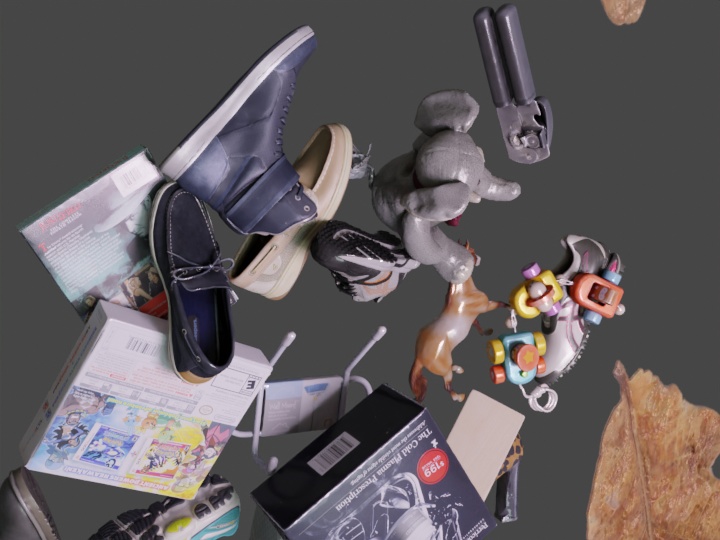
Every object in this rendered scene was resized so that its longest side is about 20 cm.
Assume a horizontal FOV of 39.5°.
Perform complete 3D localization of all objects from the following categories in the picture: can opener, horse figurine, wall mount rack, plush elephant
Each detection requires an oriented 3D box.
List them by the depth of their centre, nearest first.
[{"bbox_3d":[0.091,-0.095,1.063,0.200,0.155,0.165,22,72,-32],"label":"plush elephant"},{"bbox_3d":[-0.051,0.138,1.135,0.199,0.075,0.175,-2,107,-32],"label":"wall mount rack"},{"bbox_3d":[0.182,-0.218,1.168,0.067,0.053,0.201,-53,133,-45],"label":"can opener"},{"bbox_3d":[0.115,0.079,1.231,0.200,0.050,0.132,-55,133,-6],"label":"horse figurine"}]

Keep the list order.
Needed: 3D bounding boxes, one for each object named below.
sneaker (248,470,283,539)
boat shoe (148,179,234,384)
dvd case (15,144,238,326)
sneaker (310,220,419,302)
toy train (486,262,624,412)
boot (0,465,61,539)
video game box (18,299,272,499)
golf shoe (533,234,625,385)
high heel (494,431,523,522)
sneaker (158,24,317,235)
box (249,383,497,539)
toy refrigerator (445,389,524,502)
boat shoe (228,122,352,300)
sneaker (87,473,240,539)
[{"bbox_3d":[-0.086,0.321,1.184,0.079,0.078,0.201,6,116,-29],"label":"sneaker"},{"bbox_3d":[-0.158,0.009,0.972,0.074,0.062,0.201,-2,83,-41],"label":"boat shoe"},{"bbox_3d":[-0.227,-0.005,1.005,0.146,0.022,0.200,-37,125,-15],"label":"dvd case"},{"bbox_3d":[0.000,0.000,1.077,0.080,0.074,0.200,-52,156,12],"label":"sneaker"},{"bbox_3d":[0.246,0.074,1.238,0.150,0.056,0.200,31,86,-14],"label":"toy train"},{"bbox_3d":[-0.393,0.284,0.966,0.199,0.073,0.182,-19,141,-19],"label":"boot"},{"bbox_3d":[-0.217,0.139,1.031,0.200,0.047,0.183,23,104,-38],"label":"video game box"},{"bbox_3d":[0.259,0.049,1.305,0.088,0.077,0.201,26,88,-20],"label":"golf shoe"},{"bbox_3d":[0.124,0.267,1.308,0.199,0.071,0.143,-4,99,-27],"label":"high heel"},{"bbox_3d":[-0.077,-0.127,0.984,0.146,0.077,0.202,42,82,-11],"label":"sneaker"},{"bbox_3d":[0.017,0.264,1.104,0.200,0.104,0.182,-38,115,-16],"label":"box"},{"bbox_3d":[0.125,0.258,1.251,0.200,0.076,0.070,-61,171,-16],"label":"toy refrigerator"},{"bbox_3d":[-0.074,-0.067,1.047,0.065,0.072,0.201,21,101,-35],"label":"boat shoe"},{"bbox_3d":[-0.219,0.303,1.100,0.199,0.077,0.080,-23,128,-23],"label":"sneaker"}]
